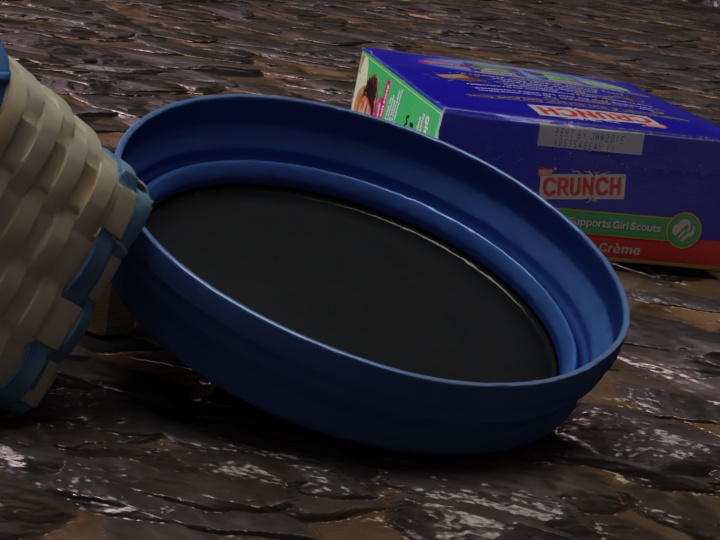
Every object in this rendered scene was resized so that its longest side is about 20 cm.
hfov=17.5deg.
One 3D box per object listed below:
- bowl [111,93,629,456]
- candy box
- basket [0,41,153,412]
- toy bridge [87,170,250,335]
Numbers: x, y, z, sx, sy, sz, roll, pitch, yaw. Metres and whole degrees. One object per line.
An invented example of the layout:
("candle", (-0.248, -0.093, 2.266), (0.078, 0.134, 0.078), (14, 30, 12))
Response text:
("bowl", (0.000, 0.000, 0.874), (0.201, 0.039, 0.201), (16, 28, -9))
("candy box", (0.094, -0.062, 1.264), (0.169, 0.077, 0.200), (6, 11, -13))
("basket", (-0.183, -0.038, 0.773), (0.200, 0.139, 0.176), (37, -8, -37))
("toy bridge", (-0.038, -0.015, 0.983), (0.027, 0.067, 0.200), (18, 16, 40))
